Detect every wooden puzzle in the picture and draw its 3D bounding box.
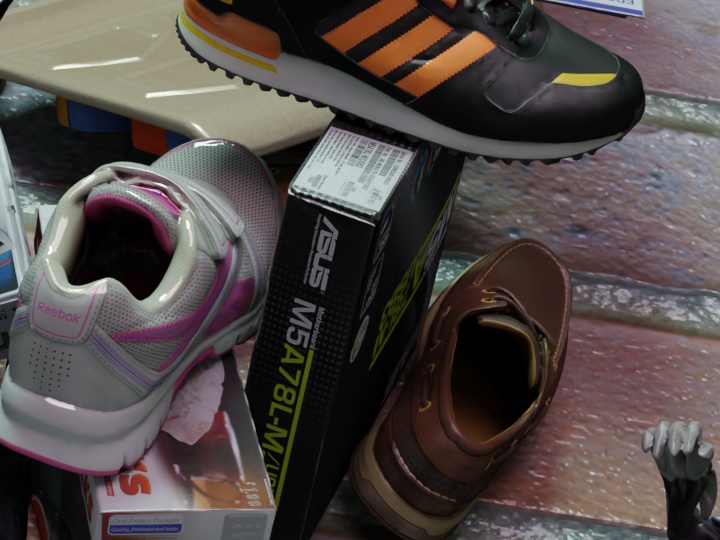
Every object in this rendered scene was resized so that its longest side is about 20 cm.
[{"bbox_3d":[-0.072,-0.099,1.434,0.185,0.047,0.200,-21,33,-40],"label":"wooden puzzle"}]

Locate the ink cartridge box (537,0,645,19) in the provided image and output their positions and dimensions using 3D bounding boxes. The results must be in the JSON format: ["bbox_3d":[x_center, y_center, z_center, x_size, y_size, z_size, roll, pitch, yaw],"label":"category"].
[{"bbox_3d":[0.085,-0.180,1.353,0.099,0.039,0.201,11,44,-4],"label":"ink cartridge box"}]

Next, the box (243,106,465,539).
[{"bbox_3d":[0.000,0.000,1.251,0.047,0.194,0.200,17,34,10],"label":"box"}]

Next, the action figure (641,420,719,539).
[{"bbox_3d":[0.166,0.126,1.214,0.118,0.102,0.200,20,36,29],"label":"action figure"}]

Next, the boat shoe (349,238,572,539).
[{"bbox_3d":[0.062,0.045,1.302,0.072,0.068,0.200,39,38,-5],"label":"boat shoe"}]

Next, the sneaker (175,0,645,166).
[{"bbox_3d":[0.024,-0.109,1.162,0.199,0.090,0.070,15,35,5],"label":"sneaker"}]

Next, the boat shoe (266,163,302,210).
[{"bbox_3d":[-0.068,-0.011,1.359,0.199,0.072,0.068,-7,34,-40],"label":"boat shoe"}]

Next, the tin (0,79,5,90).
[{"bbox_3d":[-0.265,-0.108,1.446,0.112,0.042,0.200,38,42,24],"label":"tin"}]

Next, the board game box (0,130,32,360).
[{"bbox_3d":[-0.241,0.010,1.232,0.199,0.035,0.126,-16,40,-2],"label":"board game box"}]

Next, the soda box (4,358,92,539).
[{"bbox_3d":[-0.100,0.089,1.198,0.063,0.071,0.200,0,38,-20],"label":"soda box"}]

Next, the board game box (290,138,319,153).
[{"bbox_3d":[-0.040,-0.103,1.529,0.199,0.020,0.103,17,35,5],"label":"board game box"}]

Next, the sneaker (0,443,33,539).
[{"bbox_3d":[-0.220,0.072,1.147,0.199,0.076,0.114,18,67,-2],"label":"sneaker"}]

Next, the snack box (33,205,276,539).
[{"bbox_3d":[-0.089,0.041,1.184,0.072,0.024,0.200,0,38,-15],"label":"snack box"}]

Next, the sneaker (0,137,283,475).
[{"bbox_3d":[-0.081,-0.005,1.152,0.081,0.089,0.200,18,36,9],"label":"sneaker"}]

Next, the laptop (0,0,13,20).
[{"bbox_3d":[-0.270,-0.066,1.208,0.200,0.116,0.187,30,55,29],"label":"laptop"}]

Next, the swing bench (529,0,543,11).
[{"bbox_3d":[0.076,-0.242,1.538,0.129,0.199,0.201,12,71,-3],"label":"swing bench"}]
